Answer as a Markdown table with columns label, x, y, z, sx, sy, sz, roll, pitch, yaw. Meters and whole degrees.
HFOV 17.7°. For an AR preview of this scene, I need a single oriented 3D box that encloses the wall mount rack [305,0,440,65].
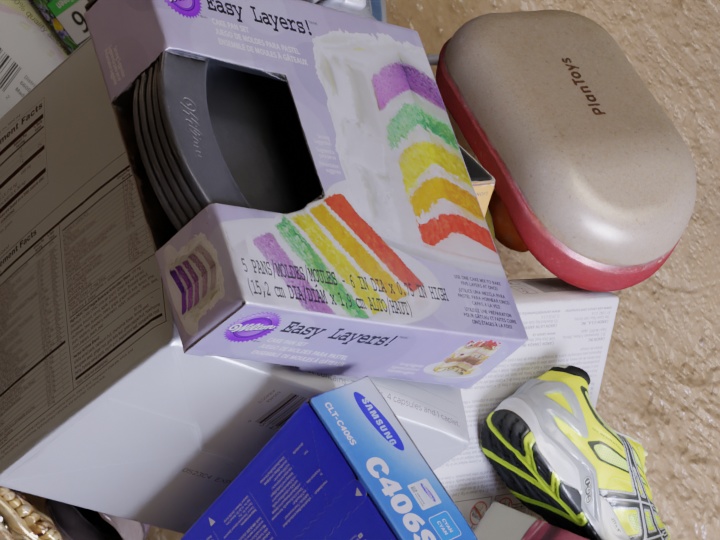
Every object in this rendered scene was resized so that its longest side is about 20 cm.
| label | x | y | z | sx | sy | sz | roll | pitch | yaw |
| --- | --- | --- | --- | --- | --- | --- | --- | --- | --- |
| wall mount rack | 0.030 | -0.201 | 1.528 | 0.173 | 0.074 | 0.201 | 13 | 64 | -39 |

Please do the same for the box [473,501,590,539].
| label | x | y | z | sx | sy | sz | roll | pitch | yaw |
| --- | --- | --- | --- | --- | --- | --- | --- | --- | --- |
| box | 0.134 | 0.241 | 1.327 | 0.199 | 0.109 | 0.128 | 20 | 43 | 19 |

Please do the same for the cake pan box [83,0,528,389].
| label | x | y | z | sx | sy | sz | roll | pitch | yaw |
| --- | --- | --- | --- | --- | --- | --- | --- | --- | --- |
| cake pan box | -0.027 | -0.043 | 1.075 | 0.199 | 0.052 | 0.185 | 10 | 51 | -44 |

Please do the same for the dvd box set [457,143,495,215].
| label | x | y | z | sx | sy | sz | roll | pitch | yaw |
| --- | --- | --- | --- | --- | --- | --- | --- | --- | --- |
| dvd box set | 0.000 | 0.000 | 1.292 | 0.029 | 0.201 | 0.146 | -5 | 35 | -34 |

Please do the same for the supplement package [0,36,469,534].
| label | x | y | z | sx | sy | sz | roll | pitch | yaw |
| --- | --- | --- | --- | --- | --- | --- | --- | --- | --- |
| supplement package | -0.072 | 0.009 | 1.149 | 0.191 | 0.147 | 0.201 | 21 | 47 | -38 |

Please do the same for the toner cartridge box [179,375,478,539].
| label | x | y | z | sx | sy | sz | roll | pitch | yaw |
| --- | --- | --- | --- | --- | --- | --- | --- | --- | --- |
| toner cartridge box | -0.034 | 0.145 | 1.082 | 0.043 | 0.200 | 0.095 | -19 | 68 | -46 |

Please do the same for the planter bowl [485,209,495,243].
| label | x | y | z | sx | sy | sz | roll | pitch | yaw |
| --- | --- | --- | --- | --- | --- | --- | --- | --- | --- |
| planter bowl | 0.023 | -0.020 | 1.436 | 0.200 | 0.083 | 0.202 | 19 | 59 | -36 |

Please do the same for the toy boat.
| label | x | y | z | sx | sy | sz | roll | pitch | yaw |
| --- | --- | --- | --- | --- | --- | --- | --- | --- | --- |
| toy boat | 0.120 | -0.063 | 1.467 | 0.130 | 0.131 | 0.201 | -6 | 50 | -29 |

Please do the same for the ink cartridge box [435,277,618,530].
| label | x | y | z | sx | sy | sz | roll | pitch | yaw |
| --- | --- | --- | --- | --- | --- | --- | --- | --- | --- |
| ink cartridge box | 0.074 | 0.106 | 1.420 | 0.160 | 0.050 | 0.201 | -3 | 111 | -43 |

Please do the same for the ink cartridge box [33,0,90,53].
| label | x | y | z | sx | sy | sz | roll | pitch | yaw |
| --- | --- | --- | --- | --- | --- | --- | --- | --- | --- |
| ink cartridge box | -0.117 | -0.152 | 1.273 | 0.200 | 0.050 | 0.109 | 54 | 44 | -11 |

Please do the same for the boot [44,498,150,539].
| label | x | y | z | sx | sy | sz | roll | pitch | yaw |
| --- | --- | --- | --- | --- | --- | --- | --- | --- | --- |
| boot | -0.120 | 0.090 | 1.251 | 0.200 | 0.070 | 0.147 | 40 | 46 | -42 |

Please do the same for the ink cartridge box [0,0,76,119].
| label | x | y | z | sx | sy | sz | roll | pitch | yaw |
| --- | --- | --- | --- | --- | --- | --- | --- | --- | --- |
| ink cartridge box | -0.186 | -0.104 | 1.282 | 0.145 | 0.084 | 0.200 | 45 | 49 | -19 |

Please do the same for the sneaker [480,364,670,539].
| label | x | y | z | sx | sy | sz | roll | pitch | yaw |
| --- | --- | --- | --- | --- | --- | --- | --- | --- | --- |
| sneaker | 0.156 | 0.145 | 1.398 | 0.076 | 0.075 | 0.201 | -44 | 113 | -27 |

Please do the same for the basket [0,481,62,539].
| label | x | y | z | sx | sy | sz | roll | pitch | yaw |
| --- | --- | --- | --- | --- | --- | --- | --- | --- | --- |
| basket | -0.264 | 0.110 | 1.133 | 0.143 | 0.149 | 0.200 | -45 | 106 | -10 |
